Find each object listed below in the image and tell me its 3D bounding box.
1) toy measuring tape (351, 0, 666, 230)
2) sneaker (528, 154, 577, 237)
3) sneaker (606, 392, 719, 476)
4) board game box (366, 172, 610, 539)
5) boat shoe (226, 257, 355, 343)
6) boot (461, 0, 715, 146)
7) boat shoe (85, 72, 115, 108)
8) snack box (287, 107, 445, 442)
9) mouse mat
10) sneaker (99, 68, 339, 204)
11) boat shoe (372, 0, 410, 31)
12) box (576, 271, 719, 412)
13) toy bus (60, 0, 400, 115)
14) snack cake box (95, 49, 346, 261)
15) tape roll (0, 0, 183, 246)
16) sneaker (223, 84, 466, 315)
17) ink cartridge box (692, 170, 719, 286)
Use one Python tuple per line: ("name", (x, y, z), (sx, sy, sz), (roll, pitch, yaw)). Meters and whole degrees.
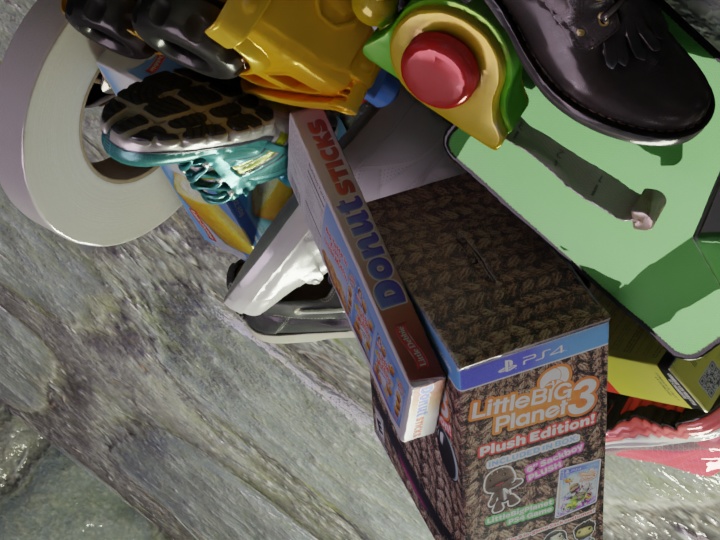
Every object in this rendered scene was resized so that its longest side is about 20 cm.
("toy measuring tape", (0.083, -0.097, 0.962), (0.199, 0.074, 0.074), (34, 160, 1))
("sneaker", (0.134, -0.041, 1.109), (0.091, 0.076, 0.200), (27, 156, 54))
("sneaker", (0.218, 0.116, 1.306), (0.087, 0.074, 0.200), (42, 160, -17))
("board game box", (0.075, 0.068, 1.155), (0.160, 0.096, 0.201), (-122, 20, -46))
("boat shoe", (0.004, 0.005, 1.317), (0.199, 0.072, 0.068), (-9, 141, 13))
("boot", (0.122, -0.155, 0.866), (0.200, 0.069, 0.174), (39, 151, -7))
("boat shoe", (-0.176, -0.163, 1.355), (0.074, 0.073, 0.200), (38, 160, -2))
("snack box", (0.000, 0.000, 1.113), (0.072, 0.024, 0.201), (98, 152, -59))
("mouse mat", (0.160, -0.052, 1.008), (0.200, 0.008, 0.161), (40, 128, -9))
("sneaker", (-0.084, -0.077, 1.161), (0.077, 0.080, 0.199), (34, -156, 30))
("boat shoe", (0.030, -0.169, 1.001), (0.056, 0.069, 0.200), (9, 144, 52))
("box", (0.162, 0.039, 1.228), (0.199, 0.075, 0.050), (8, 146, 52))
("toy bus", (-0.053, -0.160, 1.103), (0.192, 0.136, 0.199), (32, 169, -37))
("snack cake box", (-0.086, -0.109, 1.261), (0.067, 0.115, 0.200), (26, 158, 34))
("tape roll", (-0.160, -0.115, 1.249), (0.037, 0.203, 0.203), (26, 158, 34))
("sneaker", (0.005, -0.018, 1.235), (0.115, 0.200, 0.074), (38, -156, -12))
("ink cartridge box", (0.277, 0.019, 0.932), (0.145, 0.084, 0.200), (1, 141, 38))
